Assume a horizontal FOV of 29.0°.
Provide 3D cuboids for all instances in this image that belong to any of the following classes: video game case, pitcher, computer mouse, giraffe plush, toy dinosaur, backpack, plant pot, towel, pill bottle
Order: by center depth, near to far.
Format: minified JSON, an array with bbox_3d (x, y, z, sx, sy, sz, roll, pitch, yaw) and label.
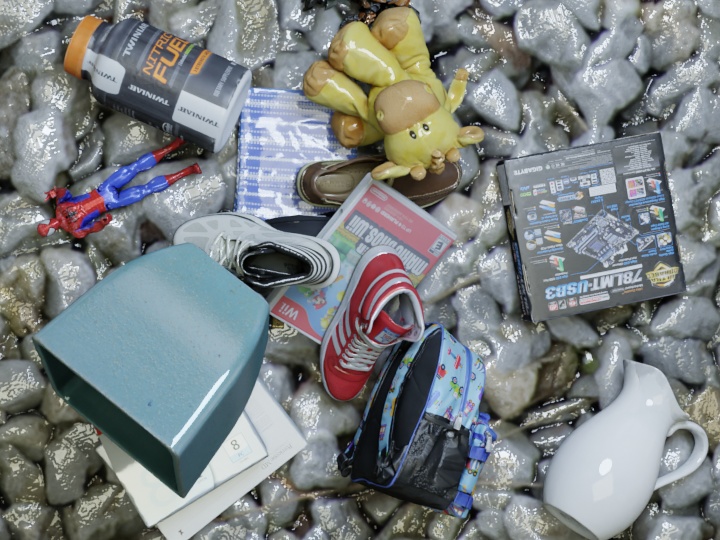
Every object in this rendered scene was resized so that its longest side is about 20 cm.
[{"bbox_3d":[-0.202,0.090,1.496,0.196,0.196,0.200,38,69,10],"label":"plant pot"},{"bbox_3d":[0.048,-0.173,1.554,0.200,0.162,0.173,34,111,-28],"label":"giraffe plush"},{"bbox_3d":[-0.233,-0.219,1.580,0.200,0.106,0.107,23,90,-1],"label":"pill bottle"},{"bbox_3d":[0.079,0.167,1.604,0.134,0.183,0.201,23,78,-15],"label":"backpack"},{"bbox_3d":[0.000,0.000,1.612,0.143,0.017,0.200,33,103,-32],"label":"video game case"},{"bbox_3d":[-0.077,0.000,1.618,0.199,0.046,0.141,1,94,-9],"label":"computer mouse"},{"bbox_3d":[0.011,-0.322,1.627,0.135,0.102,0.201,9,73,-21],"label":"toy dinosaur"},{"bbox_3d":[-0.076,-0.115,1.646,0.144,0.024,0.201,3,92,-7],"label":"towel"},{"bbox_3d":[0.323,0.234,1.664,0.172,0.121,0.200,42,76,-21],"label":"pitcher"}]

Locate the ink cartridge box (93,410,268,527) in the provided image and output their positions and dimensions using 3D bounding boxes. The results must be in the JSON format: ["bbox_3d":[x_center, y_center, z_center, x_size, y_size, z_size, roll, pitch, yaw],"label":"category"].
[{"bbox_3d":[-0.221,0.165,1.581,0.160,0.047,0.200,-31,94,-4],"label":"ink cartridge box"}]

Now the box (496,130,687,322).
[{"bbox_3d":[0.279,-0.053,1.673,0.199,0.050,0.199,-11,94,-6],"label":"box"}]

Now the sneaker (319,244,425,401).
[{"bbox_3d":[0.012,0.082,1.582,0.071,0.113,0.201,8,115,-22],"label":"sneaker"}]

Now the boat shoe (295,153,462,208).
[{"bbox_3d":[0.029,-0.102,1.621,0.202,0.075,0.075,-9,94,-15],"label":"boat shoe"}]

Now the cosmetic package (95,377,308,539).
[{"bbox_3d":[-0.185,0.205,1.633,0.200,0.052,0.151,-37,92,-3],"label":"cosmetic package"}]

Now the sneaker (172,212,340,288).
[{"bbox_3d":[-0.130,-0.025,1.533,0.200,0.115,0.076,10,92,17],"label":"sneaker"}]

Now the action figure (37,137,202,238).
[{"bbox_3d":[-0.284,-0.090,1.591,0.200,0.099,0.065,-29,94,-2],"label":"action figure"}]
